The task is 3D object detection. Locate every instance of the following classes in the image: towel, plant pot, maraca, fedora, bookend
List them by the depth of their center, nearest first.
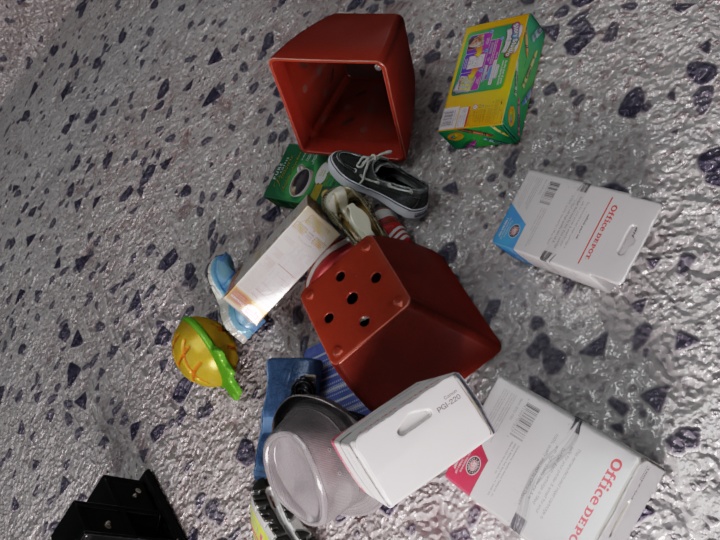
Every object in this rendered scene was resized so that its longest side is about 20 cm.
[{"bbox_3d":[-0.063,0.271,0.985,0.177,0.090,0.200,-11,102,35],"label":"fedora"},{"bbox_3d":[0.037,0.068,1.005,0.200,0.176,0.200,-40,50,13],"label":"plant pot"},{"bbox_3d":[-0.018,0.184,1.122,0.145,0.024,0.200,-29,54,25],"label":"towel"},{"bbox_3d":[-0.115,0.233,1.137,0.112,0.048,0.200,-7,69,48],"label":"towel"},{"bbox_3d":[-0.005,-0.324,1.225,0.200,0.200,0.176,9,55,23],"label":"plant pot"},{"bbox_3d":[-0.425,0.420,1.226,0.092,0.199,0.200,-56,43,6],"label":"bookend"},{"bbox_3d":[-0.265,0.153,1.282,0.107,0.137,0.200,-32,38,-23],"label":"maraca"}]

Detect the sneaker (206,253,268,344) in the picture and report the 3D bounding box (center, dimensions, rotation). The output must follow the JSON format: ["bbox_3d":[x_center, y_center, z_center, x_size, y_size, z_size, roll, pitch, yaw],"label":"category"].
[{"bbox_3d":[-0.219,0.042,1.350,0.090,0.078,0.200,-31,53,4],"label":"sneaker"}]

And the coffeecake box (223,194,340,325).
[{"bbox_3d":[-0.128,-0.022,1.204,0.200,0.073,0.154,-47,12,7],"label":"coffeecake box"}]

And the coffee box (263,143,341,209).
[{"bbox_3d":[-0.084,-0.169,1.345,0.200,0.044,0.123,13,75,44],"label":"coffee box"}]

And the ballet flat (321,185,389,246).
[{"bbox_3d":[-0.009,-0.085,1.128,0.068,0.075,0.200,-35,53,-3],"label":"ballet flat"}]

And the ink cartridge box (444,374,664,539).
[{"bbox_3d":[0.219,0.234,0.836,0.200,0.083,0.145,28,88,46],"label":"ink cartridge box"}]

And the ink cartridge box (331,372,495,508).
[{"bbox_3d":[0.054,0.195,0.853,0.146,0.200,0.085,-32,82,-13],"label":"ink cartridge box"}]

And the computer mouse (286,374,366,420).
[{"bbox_3d":[-0.013,0.234,1.029,0.200,0.053,0.139,21,117,24],"label":"computer mouse"}]

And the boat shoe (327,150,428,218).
[{"bbox_3d":[0.027,-0.157,1.178,0.074,0.068,0.199,-33,56,-30],"label":"boat shoe"}]

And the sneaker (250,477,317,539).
[{"bbox_3d":[-0.110,0.406,1.056,0.200,0.078,0.090,66,147,31],"label":"sneaker"}]

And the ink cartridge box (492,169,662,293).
[{"bbox_3d":[0.285,-0.048,0.938,0.200,0.067,0.116,26,86,46],"label":"ink cartridge box"}]

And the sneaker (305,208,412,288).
[{"bbox_3d":[0.000,0.000,1.160,0.200,0.078,0.116,-47,44,14],"label":"sneaker"}]

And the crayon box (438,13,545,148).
[{"bbox_3d":[0.207,-0.296,1.144,0.119,0.058,0.200,3,70,42],"label":"crayon box"}]
